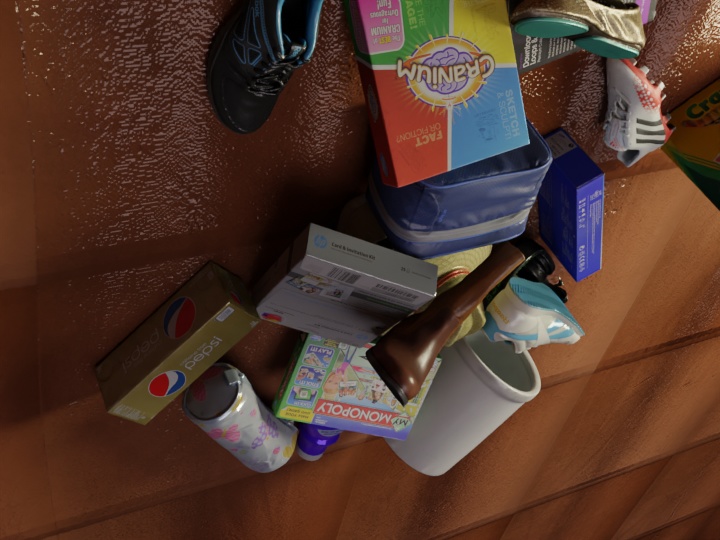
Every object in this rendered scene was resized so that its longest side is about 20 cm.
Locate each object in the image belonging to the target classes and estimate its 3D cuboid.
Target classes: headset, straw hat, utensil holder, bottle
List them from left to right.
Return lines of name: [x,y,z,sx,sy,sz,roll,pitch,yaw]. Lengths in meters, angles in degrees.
bottle: [-0.044,0.193,1.282,0.082,0.066,0.202,2,132,-28]
straw hat: [0.113,0.045,1.123,0.198,0.086,0.203,-27,150,-17]
utensil holder: [0.135,0.175,1.309,0.168,0.172,0.200,17,126,-45]
headset: [0.232,0.022,1.251,0.125,0.094,0.199,-57,160,16]

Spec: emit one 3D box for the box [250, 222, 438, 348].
box: [-0.025,0.024,1.011,0.153,0.042,0.200,17,152,-18]

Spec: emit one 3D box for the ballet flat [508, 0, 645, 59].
ballet flat: [0.219,-0.261,0.903,0.198,0.070,0.067,1,92,-44]

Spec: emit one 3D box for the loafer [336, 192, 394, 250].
loafer: [0.000,0.000,1.086,0.075,0.069,0.202,-19,142,-24]

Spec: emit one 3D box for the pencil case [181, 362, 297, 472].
pencil case: [-0.156,0.199,1.192,0.089,0.084,0.201,-20,144,11]

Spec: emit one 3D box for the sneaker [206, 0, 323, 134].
sneaker: [-0.084,-0.196,0.795,0.072,0.083,0.202,-7,138,-31]

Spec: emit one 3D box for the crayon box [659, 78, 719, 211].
crayon box: [0.520,-0.180,1.170,0.198,0.174,0.058,-35,147,4]

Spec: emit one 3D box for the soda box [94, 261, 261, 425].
soda box: [-0.213,0.087,1.037,0.199,0.068,0.064,-41,143,11]

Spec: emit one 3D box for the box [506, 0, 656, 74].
box: [0.230,-0.299,0.944,0.197,0.036,0.144,-24,143,-12]

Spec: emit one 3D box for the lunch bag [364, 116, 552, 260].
lunch bag: [0.108,-0.102,0.993,0.196,0.137,0.134,-11,143,-21]

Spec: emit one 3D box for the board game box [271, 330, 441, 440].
board game box: [-0.004,0.148,1.188,0.196,0.029,0.137,14,111,-24]

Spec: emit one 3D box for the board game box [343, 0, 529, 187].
board game box: [0.073,-0.199,0.852,0.150,0.040,0.204,-19,108,-16]

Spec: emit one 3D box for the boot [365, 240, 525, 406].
boot: [0.104,0.053,0.977,0.199,0.069,0.188,-39,177,10]

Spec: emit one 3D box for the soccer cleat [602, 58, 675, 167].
soccer cleat: [0.333,-0.195,1.111,0.085,0.069,0.199,-43,147,9]

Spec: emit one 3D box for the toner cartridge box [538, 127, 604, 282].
toner cartridge box: [0.274,-0.082,1.173,0.043,0.096,0.201,-26,144,-6]

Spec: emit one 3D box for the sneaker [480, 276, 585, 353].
sneaker: [0.229,0.067,1.197,0.198,0.077,0.081,19,120,-47]
